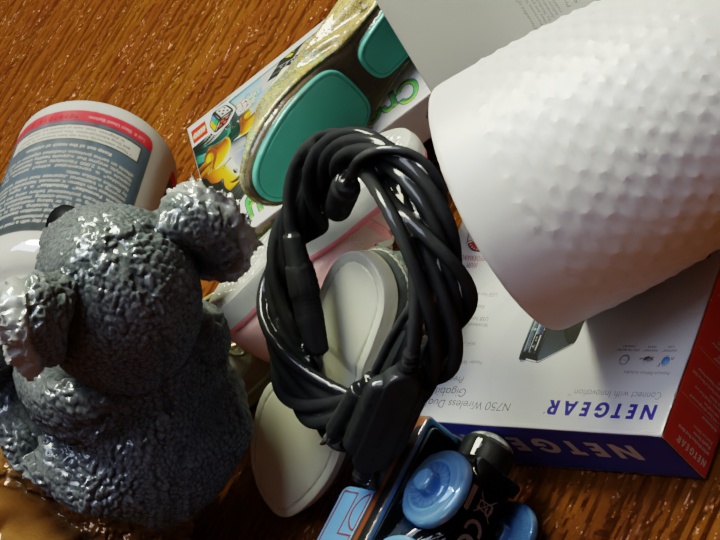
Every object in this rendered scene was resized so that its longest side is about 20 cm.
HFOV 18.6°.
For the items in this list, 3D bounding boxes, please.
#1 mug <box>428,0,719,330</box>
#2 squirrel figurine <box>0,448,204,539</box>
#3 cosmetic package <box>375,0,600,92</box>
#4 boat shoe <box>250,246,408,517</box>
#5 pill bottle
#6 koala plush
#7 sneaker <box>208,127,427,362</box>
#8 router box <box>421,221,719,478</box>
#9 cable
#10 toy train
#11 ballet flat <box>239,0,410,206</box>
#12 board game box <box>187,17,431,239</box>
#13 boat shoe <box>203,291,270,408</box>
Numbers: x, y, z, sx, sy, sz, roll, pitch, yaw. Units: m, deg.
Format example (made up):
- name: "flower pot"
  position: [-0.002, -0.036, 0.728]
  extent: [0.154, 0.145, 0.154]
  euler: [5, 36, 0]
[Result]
- name: "mug"
  position: [0.149, -0.086, 1.160]
  extent: [0.175, 0.148, 0.200]
  euler: [-28, 26, 20]
- name: "squirrel figurine"
  position: [-0.161, 0.178, 1.318]
  extent: [0.186, 0.142, 0.201]
  euler: [4, 63, 38]
- name: "cosmetic package"
  position: [0.107, -0.180, 1.249]
  extent: [0.107, 0.085, 0.200]
  euler: [-33, 1, -31]
- name: "boat shoe"
  position: [-0.006, 0.067, 1.285]
  extent: [0.073, 0.062, 0.201]
  euler: [49, 132, 31]
- name: "pill bottle"
  position: [-0.202, -0.008, 1.508]
  extent: [0.119, 0.120, 0.201]
  euler: [-20, 39, 31]
- name: "koala plush"
  position: [-0.133, 0.032, 1.226]
  extent: [0.177, 0.200, 0.184]
  euler: [-25, 66, -22]
- name: "sneaker"
  position: [0.000, 0.000, 1.325]
  extent: [0.200, 0.105, 0.076]
  euler: [-41, 16, 38]
- name: "router box"
  position: [0.129, 0.021, 1.235]
  extent: [0.199, 0.049, 0.180]
  euler: [-1, 58, 43]
- name: "cable"
  position: [0.001, 0.005, 1.173]
  extent: [0.164, 0.051, 0.201]
  euler: [61, 145, 39]
- name: "toy train"
  position: [0.014, 0.174, 1.191]
  extent: [0.114, 0.087, 0.201]
  euler: [4, 61, 52]
- name: "ballet flat"
  position: [-0.015, -0.125, 1.362]
  extent: [0.200, 0.071, 0.071]
  euler: [-52, 38, -7]
- name: "board game box"
  position: [-0.020, -0.102, 1.425]
  extent: [0.200, 0.035, 0.127]
  euler: [-37, 43, 18]
- name: "boat shoe"
  position: [-0.114, 0.063, 1.423]
  extent: [0.200, 0.063, 0.073]
  euler: [-36, 40, 15]
